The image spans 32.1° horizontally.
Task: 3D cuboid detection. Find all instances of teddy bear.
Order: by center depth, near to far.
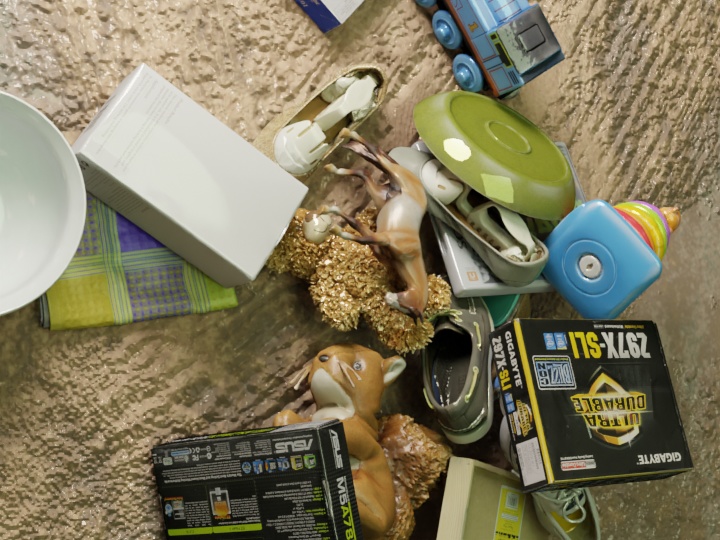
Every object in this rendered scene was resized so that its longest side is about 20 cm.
[{"bbox_3d":[0.000,0.000,1.238,0.145,0.067,0.200,-39,83,-26],"label":"teddy bear"}]

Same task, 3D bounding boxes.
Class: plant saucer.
[{"bbox_3d":[0.149,-0.130,1.311,0.200,0.031,0.200,24,32,-16],"label":"plant saucer"}]

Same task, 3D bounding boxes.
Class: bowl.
[{"bbox_3d":[-0.347,-0.054,1.084,0.201,0.090,0.201,3,84,-26],"label":"bowl"}]

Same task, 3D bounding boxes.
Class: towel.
[{"bbox_3d":[-0.216,-0.021,1.187,0.200,0.023,0.144,-5,85,-27],"label":"towel"}]

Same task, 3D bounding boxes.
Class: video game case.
[{"bbox_3d":[0.165,-0.060,1.352,0.200,0.023,0.182,-3,64,-28],"label":"video game case"}]

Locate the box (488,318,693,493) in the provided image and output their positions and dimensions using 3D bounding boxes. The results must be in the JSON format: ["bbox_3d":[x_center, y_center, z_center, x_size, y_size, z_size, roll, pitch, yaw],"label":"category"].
[{"bbox_3d":[0.227,0.129,1.224,0.200,0.049,0.160,3,67,-35],"label":"box"}]

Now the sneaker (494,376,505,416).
[{"bbox_3d":[0.182,0.146,1.315,0.077,0.076,0.200,-56,137,-30],"label":"sneaker"}]

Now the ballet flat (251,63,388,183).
[{"bbox_3d":[-0.044,-0.147,1.266,0.071,0.065,0.200,46,66,-13],"label":"ballet flat"}]

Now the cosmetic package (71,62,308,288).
[{"bbox_3d":[-0.162,-0.084,1.167,0.200,0.081,0.113,39,68,-18],"label":"cosmetic package"}]

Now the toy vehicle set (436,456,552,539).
[{"bbox_3d":[0.142,0.270,1.284,0.200,0.027,0.124,28,69,-52],"label":"toy vehicle set"}]

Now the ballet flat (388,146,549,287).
[{"bbox_3d":[0.114,-0.068,1.279,0.200,0.064,0.067,44,54,5],"label":"ballet flat"}]

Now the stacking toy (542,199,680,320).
[{"bbox_3d":[0.290,-0.034,1.332,0.110,0.116,0.200,49,42,13],"label":"stacking toy"}]

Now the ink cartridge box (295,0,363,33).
[{"bbox_3d":[0.000,-0.354,1.325,0.094,0.044,0.200,46,66,-17],"label":"ink cartridge box"}]

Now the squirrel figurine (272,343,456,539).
[{"bbox_3d":[-0.003,0.174,1.230,0.200,0.141,0.187,32,57,-40],"label":"squirrel figurine"}]

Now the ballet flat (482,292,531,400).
[{"bbox_3d":[0.144,0.081,1.337,0.072,0.068,0.200,47,55,-34],"label":"ballet flat"}]

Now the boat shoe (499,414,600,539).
[{"bbox_3d":[0.202,0.217,1.254,0.075,0.086,0.202,-30,126,-12],"label":"boat shoe"}]

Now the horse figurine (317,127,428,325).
[{"bbox_3d":[0.021,-0.058,1.218,0.133,0.050,0.200,29,41,-25],"label":"horse figurine"}]

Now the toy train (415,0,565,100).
[{"bbox_3d":[0.131,-0.279,1.344,0.087,0.114,0.200,-33,100,-27],"label":"toy train"}]

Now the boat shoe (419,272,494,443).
[{"bbox_3d":[0.095,0.076,1.268,0.060,0.072,0.202,55,25,-45],"label":"boat shoe"}]

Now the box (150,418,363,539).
[{"bbox_3d":[-0.089,0.241,1.127,0.048,0.200,0.193,-12,89,-57],"label":"box"}]
